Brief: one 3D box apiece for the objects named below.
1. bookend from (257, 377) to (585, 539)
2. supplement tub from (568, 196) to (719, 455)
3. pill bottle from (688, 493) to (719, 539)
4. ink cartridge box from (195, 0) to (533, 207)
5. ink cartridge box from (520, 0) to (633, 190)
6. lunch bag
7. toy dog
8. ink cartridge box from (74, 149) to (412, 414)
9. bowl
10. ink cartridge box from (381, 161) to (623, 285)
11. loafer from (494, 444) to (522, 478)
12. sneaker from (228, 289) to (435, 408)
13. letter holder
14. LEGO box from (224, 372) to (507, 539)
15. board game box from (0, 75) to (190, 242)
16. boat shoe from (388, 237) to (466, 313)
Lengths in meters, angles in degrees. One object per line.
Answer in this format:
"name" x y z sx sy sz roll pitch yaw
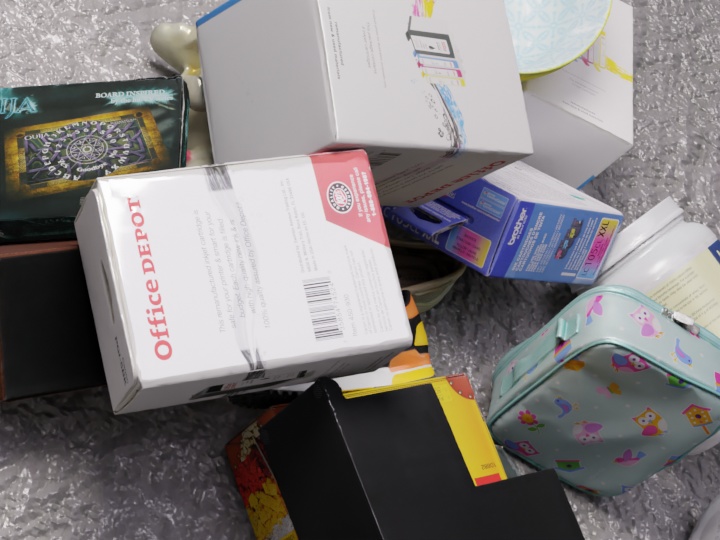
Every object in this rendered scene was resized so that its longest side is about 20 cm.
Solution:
"bookend" 0.057 0.173 1.290 0.198 0.092 0.201 -8 67 -40
"supplement tub" 0.291 0.049 1.608 0.145 0.145 0.200 -32 84 -44
"pill bottle" 0.390 0.280 1.560 0.200 0.109 0.109 35 47 -14
"ink cartridge box" 0.003 -0.137 1.349 0.199 0.147 0.145 1 74 -41
"ink cartridge box" 0.172 -0.186 1.685 0.125 0.129 0.201 23 50 -23
"lunch bag" 0.205 0.097 1.478 0.160 0.200 0.077 30 47 -14
"toy dog" -0.103 -0.099 1.445 0.194 0.139 0.201 52 36 -42
"ink cartridge box" -0.083 0.007 1.217 0.199 0.083 0.148 -7 75 -23
"bowl" 0.109 -0.245 1.559 0.199 0.108 0.201 5 72 -17
"ink cartridge box" 0.109 -0.050 1.515 0.136 0.077 0.200 31 14 36
"loafer" 0.143 0.229 1.444 0.072 0.063 0.201 -4 65 -38
"sneaker" -0.030 0.057 1.408 0.199 0.070 0.091 -2 79 -38
"letter holder" -0.205 0.024 1.309 0.199 0.142 0.101 -8 99 -36
"LEGO box" 0.016 0.173 1.376 0.199 0.077 0.150 -6 67 -38
"board game box" -0.228 -0.082 1.315 0.199 0.028 0.136 -3 52 3
"boat shoe" 0.000 0.000 1.483 0.199 0.065 0.072 1 63 -36
